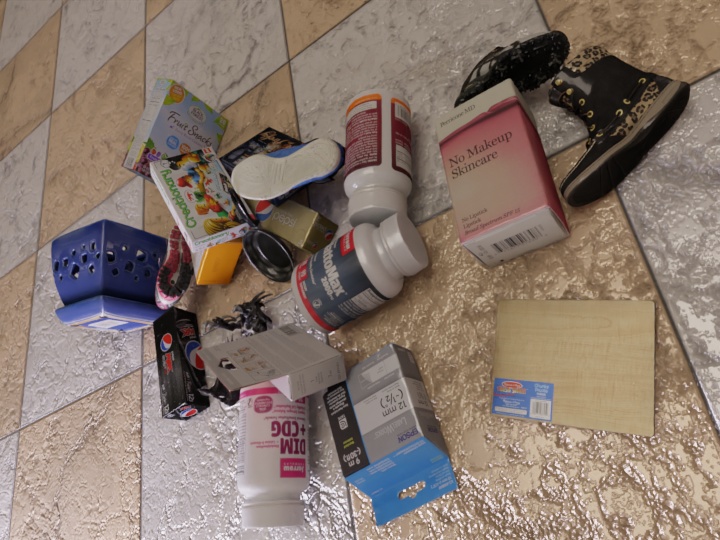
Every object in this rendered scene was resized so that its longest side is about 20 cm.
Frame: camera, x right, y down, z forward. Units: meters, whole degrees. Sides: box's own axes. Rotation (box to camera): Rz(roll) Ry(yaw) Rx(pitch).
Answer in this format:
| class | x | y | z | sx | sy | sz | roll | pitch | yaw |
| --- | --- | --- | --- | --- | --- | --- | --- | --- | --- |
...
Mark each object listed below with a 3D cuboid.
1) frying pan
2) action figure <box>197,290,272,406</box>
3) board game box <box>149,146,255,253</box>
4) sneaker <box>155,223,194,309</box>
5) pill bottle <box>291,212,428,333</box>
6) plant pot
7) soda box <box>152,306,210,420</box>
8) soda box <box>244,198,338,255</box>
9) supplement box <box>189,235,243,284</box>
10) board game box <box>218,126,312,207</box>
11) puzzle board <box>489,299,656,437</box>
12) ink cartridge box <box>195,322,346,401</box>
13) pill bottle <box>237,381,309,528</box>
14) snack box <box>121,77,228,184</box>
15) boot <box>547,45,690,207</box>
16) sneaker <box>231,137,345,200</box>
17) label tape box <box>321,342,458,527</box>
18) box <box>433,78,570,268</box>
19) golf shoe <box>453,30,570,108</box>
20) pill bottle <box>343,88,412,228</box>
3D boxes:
| class | x | y | z | sx | sy | sz | roll | pitch | yaw |
| --- | --- | --- | --- | --- | --- | --- | --- | --- | --- |
| frying pan | -0.185 | -0.057 | 1.010 | 0.113 | 0.192 | 0.031 | -21 | 23 | 49 |
| action figure | -0.221 | 0.127 | 1.004 | 0.117 | 0.100 | 0.207 | 11 | 82 | 49 |
| board game box | -0.289 | -0.135 | 1.044 | 0.202 | 0.123 | 0.035 | 54 | 149 | 24 |
| sneaker | -0.372 | -0.017 | 1.161 | 0.075 | 0.079 | 0.204 | -45 | 24 | 46 |
| pill bottle | 0.000 | 0.000 | 0.876 | 0.197 | 0.119 | 0.123 | -31 | 58 | 23 |
| plant pot | -0.515 | 0.025 | 1.199 | 0.195 | 0.198 | 0.187 | -13 | 72 | 30 |
| soda box | -0.347 | 0.178 | 1.101 | 0.070 | 0.063 | 0.205 | -31 | 58 | 21 |
| soda box | -0.135 | -0.092 | 1.042 | 0.197 | 0.063 | 0.069 | 27 | 89 | 40 |
| supplement box | -0.293 | -0.093 | 1.123 | 0.127 | 0.071 | 0.204 | -56 | 45 | 44 |
| board game box | -0.165 | -0.200 | 1.075 | 0.134 | 0.035 | 0.198 | -38 | 46 | -23 |
| puzzle board | 0.260 | 0.114 | 0.711 | 0.195 | 0.017 | 0.156 | -2 | 74 | 36 |
| ink cartridge box | -0.140 | 0.142 | 0.860 | 0.198 | 0.171 | 0.046 | 16 | 117 | 60 |
| pill bottle | -0.133 | 0.281 | 0.875 | 0.110 | 0.112 | 0.207 | -16 | 65 | 30 |
| snack box | -0.396 | -0.277 | 1.232 | 0.066 | 0.167 | 0.206 | 16 | 83 | 36 |
| boot | 0.305 | -0.196 | 0.751 | 0.200 | 0.073 | 0.151 | -46 | 54 | 9 |
| sneaker | -0.114 | -0.171 | 0.965 | 0.194 | 0.111 | 0.079 | -17 | 95 | 15 |
| label tape box | 0.035 | 0.230 | 0.803 | 0.141 | 0.066 | 0.205 | -33 | 56 | 22 |
| box | 0.192 | -0.130 | 0.788 | 0.125 | 0.108 | 0.207 | -23 | 62 | 27 |
| golf shoe | 0.214 | -0.300 | 0.829 | 0.198 | 0.077 | 0.097 | -22 | 44 | 51 |
| pill bottle | 0.028 | -0.173 | 0.920 | 0.111 | 0.113 | 0.207 | -11 | 67 | 32 |
